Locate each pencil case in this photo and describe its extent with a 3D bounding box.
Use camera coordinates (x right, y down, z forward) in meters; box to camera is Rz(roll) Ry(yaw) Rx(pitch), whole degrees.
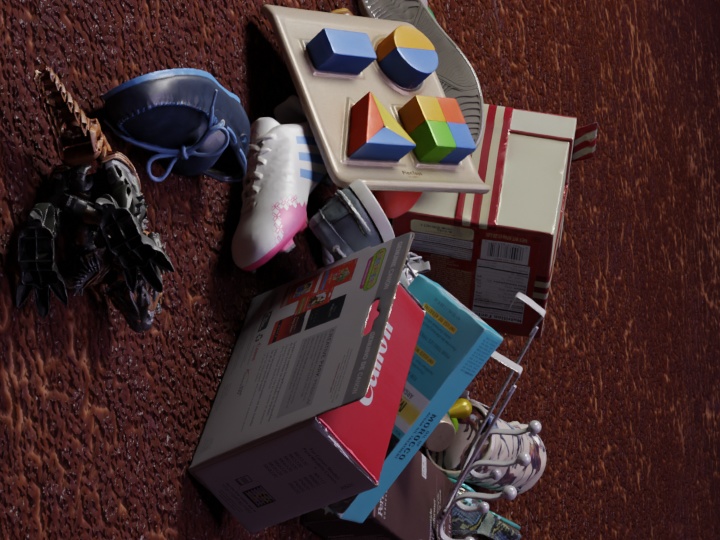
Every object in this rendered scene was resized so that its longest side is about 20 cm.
[{"bbox_3d":[0.136,0.188,1.979,0.200,0.077,0.090,30,76,-64],"label":"pencil case"}]

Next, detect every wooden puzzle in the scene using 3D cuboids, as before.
[{"bbox_3d":[0.021,-0.156,1.624,0.185,0.046,0.201,-1,57,-45],"label":"wooden puzzle"}]

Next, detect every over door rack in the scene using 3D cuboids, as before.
[{"bbox_3d":[0.133,0.143,1.715,0.148,0.066,0.201,-56,162,-64],"label":"over door rack"}]

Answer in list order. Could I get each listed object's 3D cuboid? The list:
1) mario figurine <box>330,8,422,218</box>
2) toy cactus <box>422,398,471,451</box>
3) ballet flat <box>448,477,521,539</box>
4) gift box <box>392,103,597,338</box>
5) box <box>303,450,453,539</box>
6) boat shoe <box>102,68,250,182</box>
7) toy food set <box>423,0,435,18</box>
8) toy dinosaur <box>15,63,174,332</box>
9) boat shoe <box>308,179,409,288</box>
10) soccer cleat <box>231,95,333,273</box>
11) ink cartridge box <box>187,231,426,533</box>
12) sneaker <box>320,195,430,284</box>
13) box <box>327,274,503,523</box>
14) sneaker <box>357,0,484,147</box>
[{"bbox_3d":[-0.008,-0.134,1.704,0.123,0.106,0.201,-3,62,-36],"label":"mario figurine"},{"bbox_3d":[0.045,0.108,1.689,0.200,0.102,0.165,55,-5,-35],"label":"toy cactus"},{"bbox_3d":[0.111,0.270,1.928,0.200,0.074,0.075,41,46,-58],"label":"ballet flat"},{"bbox_3d":[0.130,-0.070,1.836,0.201,0.184,0.187,98,5,-48],"label":"gift box"},{"bbox_3d":[0.020,0.209,1.682,0.200,0.075,0.101,45,43,-56],"label":"box"},{"bbox_3d":[-0.123,-0.105,1.390,0.200,0.084,0.069,4,68,-66],"label":"boat shoe"},{"bbox_3d":[0.043,-0.318,1.935,0.200,0.048,0.199,50,39,-55],"label":"toy food set"},{"bbox_3d":[-0.184,-0.039,1.246,0.200,0.102,0.136,50,20,-26],"label":"toy dinosaur"},{"bbox_3d":[0.000,0.000,1.571,0.073,0.062,0.200,53,-11,33],"label":"boat shoe"},{"bbox_3d":[-0.076,-0.075,1.550,0.086,0.070,0.200,51,33,-16],"label":"soccer cleat"},{"bbox_3d":[-0.022,0.085,1.449,0.084,0.175,0.200,48,36,-25],"label":"ink cartridge box"},{"bbox_3d":[0.024,-0.009,1.741,0.200,0.082,0.075,50,38,-50],"label":"sneaker"},{"bbox_3d":[0.024,0.108,1.556,0.200,0.082,0.049,-53,154,4],"label":"box"},{"bbox_3d":[0.057,-0.180,1.787,0.106,0.074,0.201,103,-36,-67],"label":"sneaker"}]
